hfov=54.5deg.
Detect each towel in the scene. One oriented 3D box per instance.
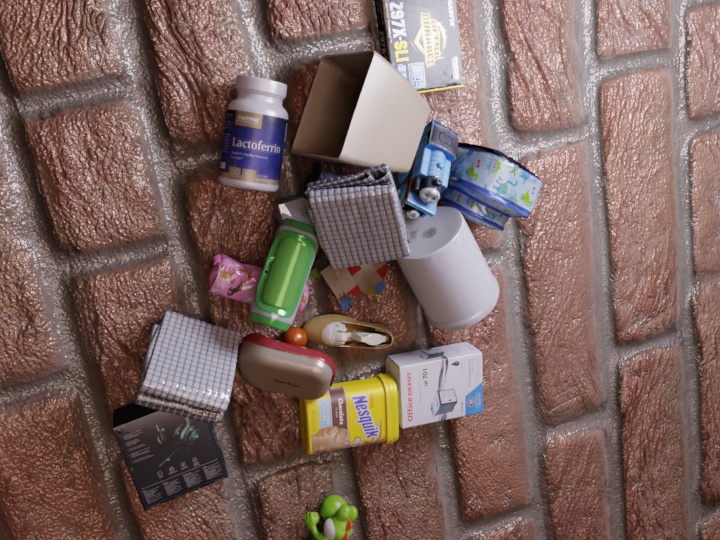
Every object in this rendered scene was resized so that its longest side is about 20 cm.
[{"bbox_3d":[-0.002,-0.098,1.287,0.165,0.086,0.200,-7,139,11],"label":"towel"},{"bbox_3d":[-0.323,0.182,1.309,0.165,0.200,0.086,18,125,-17],"label":"towel"}]

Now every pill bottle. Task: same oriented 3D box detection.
[{"bbox_3d":[-0.197,-0.254,1.304,0.115,0.116,0.201,6,99,-20],"label":"pill bottle"}]

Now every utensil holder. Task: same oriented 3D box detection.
[{"bbox_3d":[0.174,-0.006,1.429,0.170,0.170,0.200,-37,124,-8],"label":"utensil holder"}]

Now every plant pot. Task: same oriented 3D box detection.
[{"bbox_3d":[0.012,-0.283,1.334,0.176,0.200,0.201,18,92,-34],"label":"plant pot"}]

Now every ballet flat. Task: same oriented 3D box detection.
[{"bbox_3d":[-0.021,0.132,1.472,0.199,0.063,0.069,4,99,-19],"label":"ballet flat"}]

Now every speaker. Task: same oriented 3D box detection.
[{"bbox_3d":[-0.141,0.008,1.313,0.088,0.088,0.201,21,84,-21],"label":"speaker"}]

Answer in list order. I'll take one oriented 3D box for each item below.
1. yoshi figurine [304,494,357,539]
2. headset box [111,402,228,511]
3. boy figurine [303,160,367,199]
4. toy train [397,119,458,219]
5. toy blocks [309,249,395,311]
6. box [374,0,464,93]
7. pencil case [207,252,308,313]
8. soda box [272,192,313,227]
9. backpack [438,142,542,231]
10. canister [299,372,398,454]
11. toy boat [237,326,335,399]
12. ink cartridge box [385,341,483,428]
[{"bbox_3d":[-0.077,0.579,1.545,0.112,0.112,0.200,38,105,18],"label":"yoshi figurine"},{"bbox_3d":[-0.376,0.336,1.377,0.173,0.093,0.201,-20,107,-13],"label":"headset box"},{"bbox_3d":[-0.004,-0.142,1.344,0.199,0.065,0.125,19,128,-23],"label":"boy figurine"},{"bbox_3d":[0.132,-0.198,1.396,0.086,0.114,0.201,25,58,-19],"label":"toy train"},{"bbox_3d":[0.000,0.000,1.446,0.200,0.100,0.137,-37,122,-8],"label":"toy blocks"},{"bbox_3d":[0.120,-0.460,1.405,0.159,0.049,0.201,-11,105,-15],"label":"box"},{"bbox_3d":[-0.202,0.027,1.378,0.199,0.083,0.087,15,87,-20],"label":"pencil case"},{"bbox_3d":[-0.070,-0.132,1.400,0.199,0.064,0.068,-19,107,-15],"label":"soda box"},{"bbox_3d":[0.262,-0.166,1.433,0.182,0.200,0.148,22,94,-22],"label":"backpack"},{"bbox_3d":[-0.026,0.309,1.496,0.199,0.087,0.149,-6,103,-16],"label":"canister"},{"bbox_3d":[-0.145,0.170,1.415,0.199,0.131,0.131,14,139,-3],"label":"toy boat"},{"bbox_3d":[0.165,0.253,1.549,0.199,0.086,0.147,-8,104,-19],"label":"ink cartridge box"}]
